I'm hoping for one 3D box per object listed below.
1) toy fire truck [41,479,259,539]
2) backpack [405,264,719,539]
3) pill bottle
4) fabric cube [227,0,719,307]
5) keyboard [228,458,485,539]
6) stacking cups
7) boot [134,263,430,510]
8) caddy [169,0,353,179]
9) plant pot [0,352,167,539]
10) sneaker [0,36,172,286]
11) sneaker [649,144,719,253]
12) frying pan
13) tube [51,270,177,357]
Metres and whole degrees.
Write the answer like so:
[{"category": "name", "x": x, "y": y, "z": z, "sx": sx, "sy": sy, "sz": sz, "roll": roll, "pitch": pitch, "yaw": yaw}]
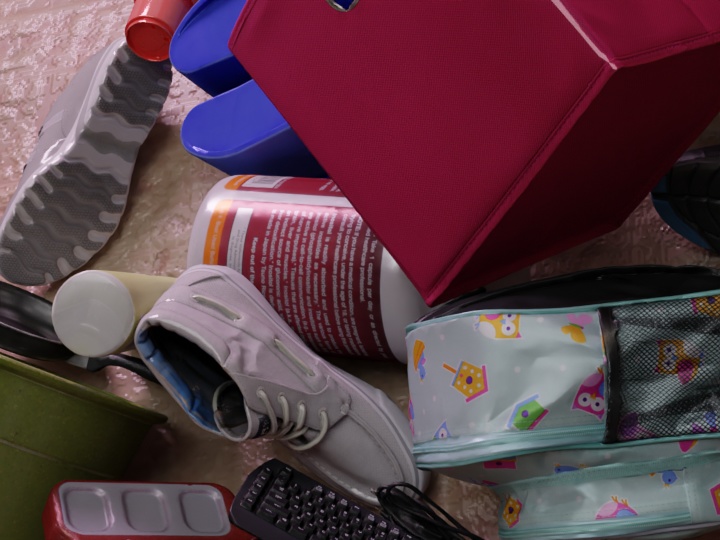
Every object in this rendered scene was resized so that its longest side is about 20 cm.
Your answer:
[{"category": "toy fire truck", "x": -0.075, "y": 0.186, "z": 0.972, "sx": 0.198, "sy": 0.113, "sz": 0.169, "roll": 3, "pitch": 41, "yaw": -23}, {"category": "backpack", "x": 0.121, "y": 0.076, "z": 0.918, "sx": 0.198, "sy": 0.176, "sz": 0.155, "roll": 3, "pitch": 84, "yaw": 1}, {"category": "pill bottle", "x": 0.000, "y": 0.000, "z": 1.063, "sx": 0.198, "sy": 0.113, "sz": 0.114, "roll": 4, "pitch": 65, "yaw": 24}, {"category": "fabric cube", "x": 0.082, "y": -0.134, "z": 0.952, "sx": 0.200, "sy": 0.199, "sz": 0.197, "roll": 52, "pitch": 132, "yaw": 17}, {"category": "keyboard", "x": 0.028, "y": 0.154, "z": 0.948, "sx": 0.199, "sy": 0.104, "sz": 0.040, "roll": 29, "pitch": 112, "yaw": 1}, {"category": "stacking cups", "x": -0.131, "y": -0.232, "z": 1.244, "sx": 0.060, "sy": 0.061, "sz": 0.201, "roll": -1, "pitch": 48, "yaw": 21}, {"category": "boot", "x": -0.050, "y": 0.086, "z": 1.001, "sx": 0.200, "sy": 0.096, "sz": 0.074, "roll": 40, "pitch": 118, "yaw": 1}, {"category": "caddy", "x": -0.036, "y": -0.134, "z": 1.153, "sx": 0.199, "sy": 0.105, "sz": 0.143, "roll": -23, "pitch": 65, "yaw": 29}, {"category": "plant pot", "x": -0.245, "y": 0.146, "z": 1.060, "sx": 0.199, "sy": 0.200, "sz": 0.191, "roll": 16, "pitch": 83, "yaw": 28}, {"category": "sneaker", "x": -0.206, "y": -0.077, "z": 1.229, "sx": 0.082, "sy": 0.075, "sz": 0.201, "roll": 10, "pitch": 66, "yaw": 58}, {"category": "sneaker", "x": 0.277, "y": -0.057, "z": 1.020, "sx": 0.198, "sy": 0.074, "sz": 0.082, "roll": -1, "pitch": 39, "yaw": 22}, {"category": "frying pan", "x": -0.202, "y": 0.046, "z": 1.157, "sx": 0.031, "sy": 0.189, "sz": 0.115, "roll": -65, "pitch": 13, "yaw": 8}, {"category": "tube", "x": -0.145, "y": 0.027, "z": 1.071, "sx": 0.057, "sy": 0.200, "sz": 0.052, "roll": 12, "pitch": 91, "yaw": 8}]
